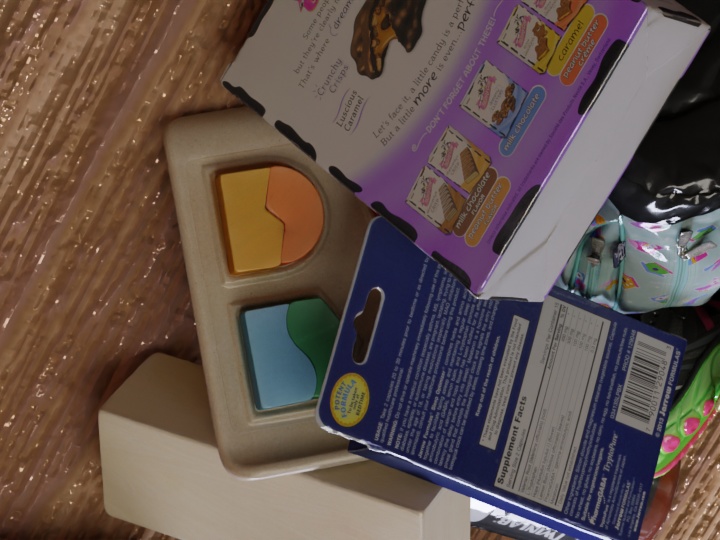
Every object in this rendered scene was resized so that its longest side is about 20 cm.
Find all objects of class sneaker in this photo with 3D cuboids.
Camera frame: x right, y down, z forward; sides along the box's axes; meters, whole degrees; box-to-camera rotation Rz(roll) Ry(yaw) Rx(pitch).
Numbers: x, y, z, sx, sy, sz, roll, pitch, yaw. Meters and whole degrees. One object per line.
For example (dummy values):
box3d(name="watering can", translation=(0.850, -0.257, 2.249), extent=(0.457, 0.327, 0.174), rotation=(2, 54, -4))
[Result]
box3d(name="sneaker", translation=(0.190, 0.027, 1.603), extent=(0.200, 0.084, 0.077), rotation=(-47, 165, -32))

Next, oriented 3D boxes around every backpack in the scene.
box3d(name="backpack", translation=(0.154, -0.060, 1.515), extent=(0.126, 0.168, 0.200), rotation=(0, 154, 0))

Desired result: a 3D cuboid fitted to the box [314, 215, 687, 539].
box3d(name="box", translation=(0.071, 0.060, 1.481), extent=(0.199, 0.032, 0.122), rotation=(23, 74, -22))

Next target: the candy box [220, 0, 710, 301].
box3d(name="candy box", translation=(0.049, -0.109, 1.422), extent=(0.071, 0.200, 0.168), rotation=(5, 120, -56))

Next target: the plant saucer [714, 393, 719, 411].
box3d(name="plant saucer", translation=(0.291, -0.013, 1.576), extent=(0.048, 0.200, 0.200), rotation=(35, 116, 13))

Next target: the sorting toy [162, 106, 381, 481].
box3d(name="sorting toy", translation=(0.000, 0.000, 1.505), extent=(0.184, 0.036, 0.201), rotation=(-10, 83, -13))

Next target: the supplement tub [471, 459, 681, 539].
box3d(name="supplement tub", translation=(0.079, 0.098, 1.618), extent=(0.199, 0.107, 0.107), rotation=(17, 113, -27))

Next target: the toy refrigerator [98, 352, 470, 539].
box3d(name="toy refrigerator", translation=(-0.040, 0.114, 1.542), extent=(0.199, 0.070, 0.076), rotation=(16, 128, 23))
